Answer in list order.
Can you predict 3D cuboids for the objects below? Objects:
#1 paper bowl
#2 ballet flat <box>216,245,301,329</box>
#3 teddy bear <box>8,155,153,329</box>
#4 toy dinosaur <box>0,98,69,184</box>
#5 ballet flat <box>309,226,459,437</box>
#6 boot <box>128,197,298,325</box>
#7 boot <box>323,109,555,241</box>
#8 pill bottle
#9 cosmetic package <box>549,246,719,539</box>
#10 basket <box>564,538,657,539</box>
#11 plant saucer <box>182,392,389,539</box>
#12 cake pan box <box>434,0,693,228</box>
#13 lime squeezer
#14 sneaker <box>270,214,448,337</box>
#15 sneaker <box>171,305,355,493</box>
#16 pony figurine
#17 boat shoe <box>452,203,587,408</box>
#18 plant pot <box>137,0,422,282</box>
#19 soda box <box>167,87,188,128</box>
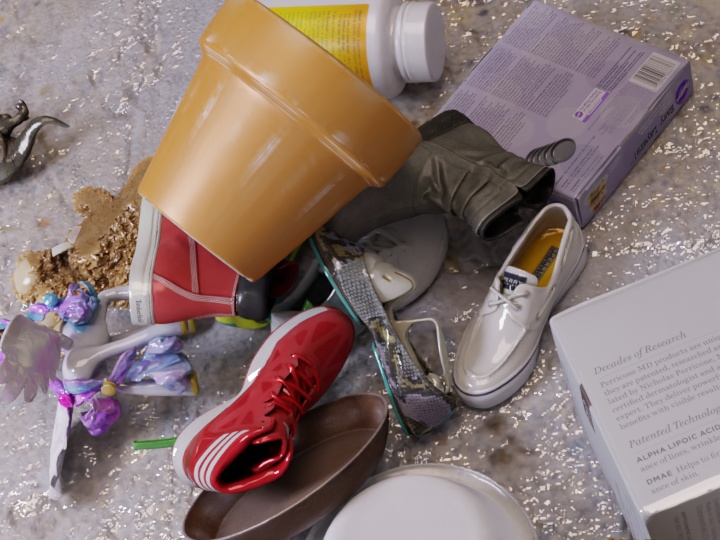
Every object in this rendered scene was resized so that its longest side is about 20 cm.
[{"bbox_3d":[0.045,0.242,1.516,0.200,0.104,0.201,-9,53,11],"label":"paper bowl"},{"bbox_3d":[-0.089,-0.030,1.799,0.067,0.067,0.200,-15,45,44],"label":"ballet flat"},{"bbox_3d":[-0.244,-0.019,1.842,0.145,0.067,0.200,27,71,42],"label":"teddy bear"},{"bbox_3d":[-0.384,-0.119,1.961,0.199,0.077,0.103,1,66,12],"label":"toy dinosaur"},{"bbox_3d":[0.028,0.041,1.649,0.072,0.072,0.201,-26,88,-4],"label":"ballet flat"},{"bbox_3d":[-0.126,-0.023,1.721,0.144,0.073,0.200,-1,38,0],"label":"boot"},{"bbox_3d":[0.068,-0.064,1.694,0.200,0.068,0.131,-34,51,-27],"label":"boot"},{"bbox_3d":[-0.022,-0.221,1.889,0.199,0.109,0.109,0,54,18],"label":"pill bottle"},{"bbox_3d":[0.267,0.123,1.498,0.165,0.165,0.200,-22,49,0],"label":"cosmetic package"},{"bbox_3d":[0.182,0.300,1.365,0.142,0.200,0.149,-3,50,13],"label":"basket"},{"bbox_3d":[-0.055,0.172,1.589,0.200,0.035,0.200,-30,13,8],"label":"plant saucer"},{"bbox_3d":[0.187,-0.154,1.811,0.184,0.052,0.200,26,65,30],"label":"cake pan box"},{"bbox_3d":[-0.100,0.116,1.681,0.200,0.071,0.038,-39,32,1],"label":"lime squeezer"},{"bbox_3d":[0.000,0.000,1.726,0.200,0.089,0.075,-44,52,-17],"label":"sneaker"},{"bbox_3d":[-0.059,0.117,1.608,0.200,0.078,0.115,-49,26,-13],"label":"sneaker"},{"bbox_3d":[-0.247,0.087,1.712,0.199,0.167,0.193,-10,34,-1],"label":"pony figurine"},{"bbox_3d":[0.136,0.025,1.675,0.071,0.070,0.200,21,62,30],"label":"boat shoe"},{"bbox_3d":[-0.081,-0.099,1.604,0.200,0.200,0.183,38,90,36],"label":"plant pot"},{"bbox_3d":[-0.075,-0.101,1.749,0.068,0.200,0.064,-31,35,53],"label":"soda box"}]
